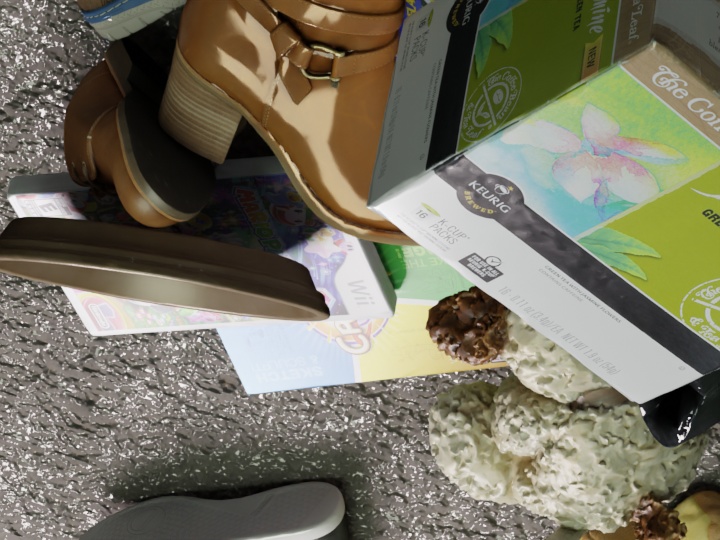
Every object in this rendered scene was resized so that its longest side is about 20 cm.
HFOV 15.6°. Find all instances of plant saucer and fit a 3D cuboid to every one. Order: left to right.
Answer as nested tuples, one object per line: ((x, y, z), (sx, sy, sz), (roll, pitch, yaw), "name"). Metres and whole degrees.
((-0.113, -0.001, 1.471), (0.199, 0.030, 0.200), (9, 175, 1), "plant saucer")

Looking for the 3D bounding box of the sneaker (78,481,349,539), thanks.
((-0.094, 0.207, 1.800), (0.199, 0.071, 0.099), (-9, 125, 16), "sneaker")

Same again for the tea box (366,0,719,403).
((0.146, -0.064, 1.291), (0.200, 0.134, 0.196), (34, 137, -27), "tea box")

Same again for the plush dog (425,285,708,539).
((0.135, 0.060, 1.520), (0.199, 0.161, 0.172), (-19, 120, -4), "plush dog")

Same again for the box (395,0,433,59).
((0.024, -0.191, 1.402), (0.064, 0.070, 0.201), (16, 134, 3), "box")

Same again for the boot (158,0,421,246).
((0.001, -0.107, 1.397), (0.199, 0.077, 0.156), (26, 128, -2), "boot")

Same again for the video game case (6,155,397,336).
((-0.092, -0.013, 1.558), (0.199, 0.018, 0.143), (-4, 142, 18), "video game case")

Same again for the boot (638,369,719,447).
((0.241, 0.048, 1.483), (0.066, 0.200, 0.165), (27, 137, 39), "boot")

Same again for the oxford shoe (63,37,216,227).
((-0.129, -0.062, 1.464), (0.071, 0.200, 0.071), (-42, 113, 8), "oxford shoe")

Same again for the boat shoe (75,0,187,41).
((-0.094, -0.192, 1.430), (0.200, 0.072, 0.072), (-28, 119, 33), "boat shoe")

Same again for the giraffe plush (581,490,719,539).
((0.183, 0.260, 1.715), (0.199, 0.163, 0.173), (-22, 124, 30), "giraffe plush")

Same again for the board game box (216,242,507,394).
((0.000, 0.000, 1.606), (0.199, 0.040, 0.153), (-7, 130, 20), "board game box")
